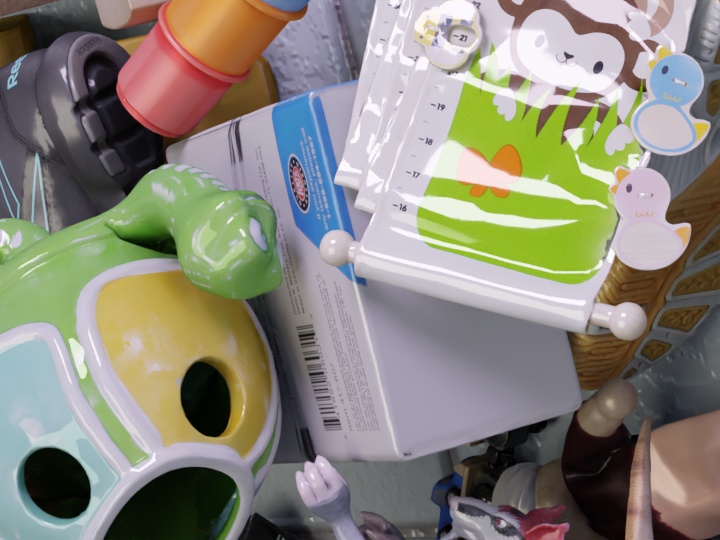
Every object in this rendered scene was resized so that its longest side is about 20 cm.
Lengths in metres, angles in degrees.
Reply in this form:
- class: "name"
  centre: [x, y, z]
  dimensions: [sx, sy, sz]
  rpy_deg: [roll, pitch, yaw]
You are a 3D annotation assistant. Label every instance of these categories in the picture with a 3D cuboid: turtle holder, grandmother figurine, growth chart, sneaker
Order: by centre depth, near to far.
- class: "growth chart"
  centre: [0.059, -0.077, 1.076]
  dimensions: [0.145, 0.018, 0.200]
  rpy_deg: [5, 80, 19]
- class: "sneaker"
  centre: [0.109, -0.052, 1.140]
  dimensions: [0.088, 0.076, 0.200]
  rpy_deg: [39, 121, 37]
- class: "grandmother figurine"
  centre: [0.129, 0.086, 1.174]
  dimensions: [0.200, 0.061, 0.121]
  rpy_deg: [-18, 110, 47]
- class: "turtle holder"
  centre: [-0.086, 0.050, 1.178]
  dimensions: [0.185, 0.141, 0.132]
  rpy_deg: [-40, 46, 6]
- class: "sneaker"
  centre: [-0.110, -0.006, 1.302]
  dimensions: [0.079, 0.075, 0.200]
  rpy_deg: [-14, 101, 32]

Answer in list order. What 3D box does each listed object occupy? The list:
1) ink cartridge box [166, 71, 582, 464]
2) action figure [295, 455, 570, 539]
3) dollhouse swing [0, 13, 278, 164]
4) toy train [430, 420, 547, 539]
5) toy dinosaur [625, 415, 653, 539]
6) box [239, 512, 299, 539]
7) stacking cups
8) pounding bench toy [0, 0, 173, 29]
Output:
- class: "ink cartridge box"
  centre: [0.000, 0.000, 1.202]
  dimensions: [0.200, 0.084, 0.146]
  rpy_deg: [171, 84, -71]
- class: "action figure"
  centre: [0.007, 0.161, 1.175]
  dimensions: [0.200, 0.134, 0.149]
  rpy_deg: [-34, 70, 18]
- class: "dollhouse swing"
  centre: [-0.117, -0.028, 1.400]
  dimensions: [0.182, 0.176, 0.200]
  rpy_deg: [-113, 9, -81]
- class: "toy train"
  centre: [0.057, 0.049, 1.253]
  dimensions: [0.046, 0.034, 0.200]
  rpy_deg: [30, 125, 39]
- class: "toy dinosaur"
  centre: [0.090, 0.168, 1.096]
  dimensions: [0.106, 0.060, 0.200]
  rpy_deg: [38, 116, 35]
- class: "box"
  centre: [-0.113, 0.232, 1.397]
  dimensions: [0.048, 0.193, 0.200]
  rpy_deg: [36, 139, -16]
- class: "stacking cups"
  centre: [-0.034, -0.138, 1.206]
  dimensions: [0.200, 0.060, 0.061]
  rpy_deg: [-46, 71, 25]
- class: "pounding bench toy"
  centre: [-0.143, -0.200, 1.290]
  dimensions: [0.200, 0.124, 0.156]
  rpy_deg: [19, 118, 40]
